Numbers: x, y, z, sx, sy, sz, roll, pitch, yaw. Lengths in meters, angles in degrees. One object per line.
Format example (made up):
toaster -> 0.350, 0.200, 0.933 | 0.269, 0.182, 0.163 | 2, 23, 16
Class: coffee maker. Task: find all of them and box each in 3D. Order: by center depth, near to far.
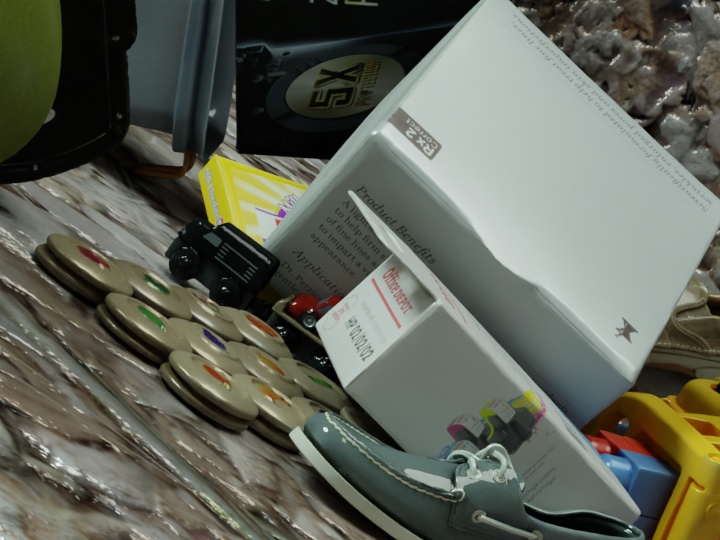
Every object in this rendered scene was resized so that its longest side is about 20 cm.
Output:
coffee maker -> -0.195, -0.166, 1.375 | 0.134, 0.192, 0.200 | 11, 18, -32

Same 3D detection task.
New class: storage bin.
storage bin -> -0.148, -0.136, 1.686 | 0.134, 0.146, 0.200 | 9, 8, 1

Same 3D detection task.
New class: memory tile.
memory tile -> -0.062, 0.045, 1.334 | 0.153, 0.017, 0.200 | 41, 9, 34

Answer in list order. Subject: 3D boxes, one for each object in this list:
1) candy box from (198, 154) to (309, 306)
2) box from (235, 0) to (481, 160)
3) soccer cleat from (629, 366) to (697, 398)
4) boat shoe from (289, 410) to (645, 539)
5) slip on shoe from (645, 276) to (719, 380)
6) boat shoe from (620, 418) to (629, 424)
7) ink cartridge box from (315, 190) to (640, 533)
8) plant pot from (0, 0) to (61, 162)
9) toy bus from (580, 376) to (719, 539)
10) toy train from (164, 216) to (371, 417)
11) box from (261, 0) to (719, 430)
candy box -> 0.000, 0.000, 1.586 | 0.200, 0.026, 0.102 | 18, 36, -32
box -> 0.006, -0.162, 1.663 | 0.163, 0.200, 0.086 | 4, 51, 0
soccer cleat -> 0.230, 0.120, 1.701 | 0.068, 0.085, 0.200 | -7, 54, -24
boat shoe -> 0.054, 0.109, 1.286 | 0.200, 0.062, 0.073 | 32, 9, -26
slip on shoe -> 0.197, 0.029, 1.716 | 0.200, 0.061, 0.076 | 19, 17, -24
boat shoe -> 0.123, 0.073, 1.676 | 0.200, 0.076, 0.072 | 36, 52, -7
ink cartridge box -> 0.045, 0.061, 1.374 | 0.200, 0.068, 0.115 | 47, 3, -16
plant pot -> -0.206, -0.114, 1.160 | 0.187, 0.187, 0.200 | 38, -4, 19
toy bus -> 0.176, 0.129, 1.536 | 0.192, 0.136, 0.200 | 15, 13, -23
toy train -> -0.018, 0.036, 1.471 | 0.200, 0.046, 0.034 | 37, 8, 4
box -> 0.077, -0.019, 1.540 | 0.199, 0.131, 0.200 | 43, 38, -4
